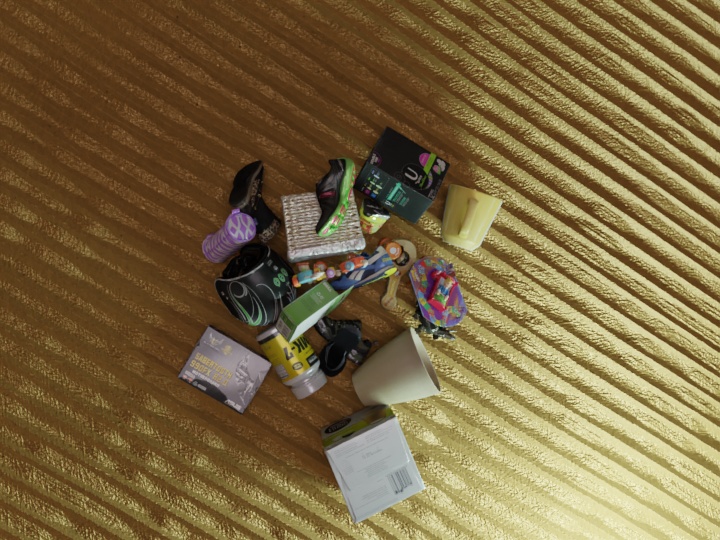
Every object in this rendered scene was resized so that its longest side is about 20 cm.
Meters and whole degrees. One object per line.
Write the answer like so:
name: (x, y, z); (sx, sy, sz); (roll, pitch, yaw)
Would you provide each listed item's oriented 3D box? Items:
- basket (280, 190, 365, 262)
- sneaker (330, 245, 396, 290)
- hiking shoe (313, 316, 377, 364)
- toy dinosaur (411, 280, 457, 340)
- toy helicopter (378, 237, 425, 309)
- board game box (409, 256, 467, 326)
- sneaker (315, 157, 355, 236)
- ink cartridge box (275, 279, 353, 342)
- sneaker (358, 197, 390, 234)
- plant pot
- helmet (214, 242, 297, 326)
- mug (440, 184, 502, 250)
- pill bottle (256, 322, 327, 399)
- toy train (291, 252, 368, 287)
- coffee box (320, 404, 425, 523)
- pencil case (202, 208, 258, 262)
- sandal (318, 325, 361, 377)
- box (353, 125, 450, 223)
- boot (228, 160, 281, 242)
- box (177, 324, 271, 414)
basket: (-0.100, -0.114, 1.526); (0.199, 0.198, 0.162); (-8, 89, -6)
sneaker: (0.000, 0.000, 1.574); (0.199, 0.074, 0.083); (-23, 84, 25)
hiking shoe: (-0.048, 0.160, 1.601); (0.200, 0.076, 0.101); (45, 77, -14)
toy dinosaur: (0.180, 0.120, 1.616); (0.077, 0.102, 0.201); (-32, 83, 19)
toy helicopter: (0.104, 0.011, 1.621); (0.132, 0.079, 0.201); (11, 100, -15)
board game box: (0.219, 0.049, 1.587); (0.157, 0.039, 0.201); (-7, 72, -34)
sneaker: (-0.071, -0.175, 1.412); (0.083, 0.077, 0.201); (14, 78, 13)
ink cartridge box: (-0.117, 0.090, 1.502); (0.200, 0.104, 0.059); (-36, 77, -33)
sneaker: (0.027, -0.131, 1.545); (0.078, 0.200, 0.090); (39, 98, 7)
plant pot: (0.085, 0.278, 1.570); (0.199, 0.187, 0.188); (-26, 93, 9)
helmet: (-0.256, 0.047, 1.505); (0.199, 0.200, 0.191); (-29, 122, -5)
mug: (0.277, -0.141, 1.586); (0.149, 0.186, 0.154); (24, 99, 38)
pill bottle: (-0.178, 0.230, 1.559); (0.114, 0.114, 0.201); (-32, 94, -5)
toy train: (-0.083, -0.010, 1.474); (0.200, 0.150, 0.056); (-12, 82, -50)
coffee box: (0.026, 0.486, 1.538); (0.199, 0.198, 0.201); (-23, 94, -5)
pencil case: (-0.338, -0.084, 1.501); (0.084, 0.200, 0.086); (-28, 90, -39)
sandal: (-0.063, 0.216, 1.543); (0.076, 0.043, 0.201); (28, 132, 0)
box: (0.107, -0.251, 1.559); (0.199, 0.124, 0.149); (30, 58, -5)
boot: (-0.269, -0.183, 1.555); (0.073, 0.201, 0.151); (-18, 128, 17)
box: (-0.358, 0.263, 1.572); (0.199, 0.048, 0.159); (32, 87, -6)
